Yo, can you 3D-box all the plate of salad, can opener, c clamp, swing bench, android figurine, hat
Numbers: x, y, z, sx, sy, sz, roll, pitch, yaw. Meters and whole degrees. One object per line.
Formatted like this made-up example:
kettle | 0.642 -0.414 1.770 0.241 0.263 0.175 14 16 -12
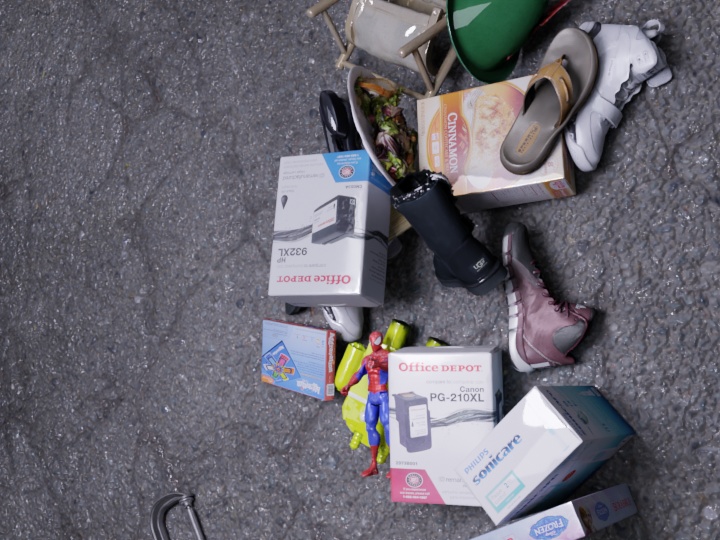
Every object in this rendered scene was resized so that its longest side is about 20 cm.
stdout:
plate of salad | 0.045 -0.194 1.205 0.048 0.200 0.201 -23 71 22
can opener | -0.027 -0.182 1.373 0.063 0.078 0.201 -16 87 40
c clamp | -0.286 0.460 1.483 0.171 0.027 0.200 -45 63 27
swing bench | 0.069 -0.378 1.285 0.199 0.130 0.200 32 77 34
android figurine | 0.047 0.178 1.264 0.181 0.041 0.201 27 97 18
hat | 0.232 -0.353 1.133 0.175 0.166 0.201 -3 58 45

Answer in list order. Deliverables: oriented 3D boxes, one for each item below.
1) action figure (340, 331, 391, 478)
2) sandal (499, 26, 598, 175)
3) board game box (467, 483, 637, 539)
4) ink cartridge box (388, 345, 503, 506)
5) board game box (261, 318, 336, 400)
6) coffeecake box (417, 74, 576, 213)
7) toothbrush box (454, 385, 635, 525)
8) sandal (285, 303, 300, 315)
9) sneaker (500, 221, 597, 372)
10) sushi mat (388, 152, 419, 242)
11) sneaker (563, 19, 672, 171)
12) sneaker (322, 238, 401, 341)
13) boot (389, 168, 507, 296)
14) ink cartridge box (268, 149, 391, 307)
action figure | 0.013 0.184 1.202 0.065 0.099 0.201 -5 82 31
sandal | 0.233 -0.218 1.106 0.082 0.055 0.201 34 94 33
board game box | 0.210 0.317 1.054 0.199 0.200 0.041 -31 69 28
ink cartridge box | 0.116 0.204 1.173 0.144 0.084 0.201 -2 88 18
board game box | -0.098 0.134 1.351 0.200 0.019 0.104 5 92 56
coffeecake box | 0.183 -0.170 1.193 0.199 0.073 0.154 -8 73 25
toothbrush box | 0.226 0.217 1.056 0.147 0.200 0.085 -49 60 18
sandal | -0.108 -0.010 1.358 0.201 0.048 0.076 107 158 -44
sneaker | 0.252 0.032 1.151 0.115 0.076 0.201 -6 89 27
sushi mat | 0.060 -0.104 1.271 0.200 0.012 0.096 -35 59 -9
sneaker | 0.330 -0.228 1.122 0.114 0.075 0.201 1 81 37
sneaker | 0.000 0.000 1.308 0.114 0.075 0.201 -17 73 32
boot | 0.105 -0.057 1.158 0.076 0.200 0.168 -38 102 -2
ink cartridge box | -0.041 -0.055 1.212 0.144 0.084 0.201 -1 78 25
